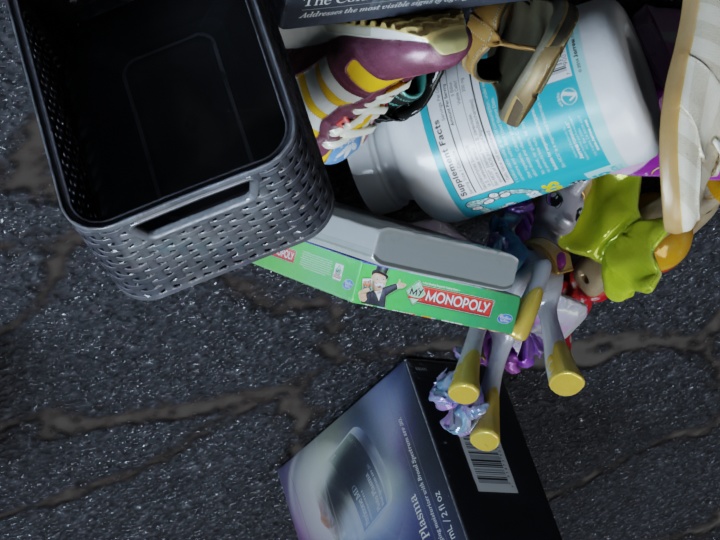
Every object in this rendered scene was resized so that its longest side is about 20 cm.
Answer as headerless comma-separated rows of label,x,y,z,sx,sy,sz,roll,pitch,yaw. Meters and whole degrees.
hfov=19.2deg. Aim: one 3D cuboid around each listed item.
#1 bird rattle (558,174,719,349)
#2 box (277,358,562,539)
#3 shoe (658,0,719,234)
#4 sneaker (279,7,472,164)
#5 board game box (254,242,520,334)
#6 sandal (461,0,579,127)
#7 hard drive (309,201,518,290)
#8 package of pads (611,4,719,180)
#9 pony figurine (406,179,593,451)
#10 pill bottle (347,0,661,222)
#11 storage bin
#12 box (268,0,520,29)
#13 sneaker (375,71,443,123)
bird rattle,0.212,-0.010,1.665,0.162,0.113,0.200,-27,158,-20
box,0.049,0.215,1.843,0.123,0.201,0.198,7,142,-40
shoe,0.228,-0.122,1.374,0.053,0.202,0.070,8,175,16
sneaker,-0.002,-0.110,1.271,0.075,0.091,0.199,-16,-168,-36
board game box,0.000,0.000,1.467,0.134,0.200,0.029,13,94,-34
sandal,0.087,-0.146,1.279,0.054,0.200,0.081,21,113,-12
hard drive,-0.008,-0.029,1.427,0.131,0.199,0.026,11,95,-43
package of pads,0.255,-0.121,1.514,0.199,0.076,0.121,1,144,-33
pony figurine,0.107,0.024,1.536,0.166,0.201,0.193,29,140,-18
pill bottle,0.092,-0.099,1.403,0.199,0.112,0.111,-17,153,17
storage bin,-0.108,-0.102,1.192,0.134,0.201,0.094,-21,151,4
box,0.048,-0.237,1.157,0.198,0.105,0.183,-10,149,-18
sneaker,-0.002,-0.124,1.350,0.075,0.080,0.200,3,146,-35
